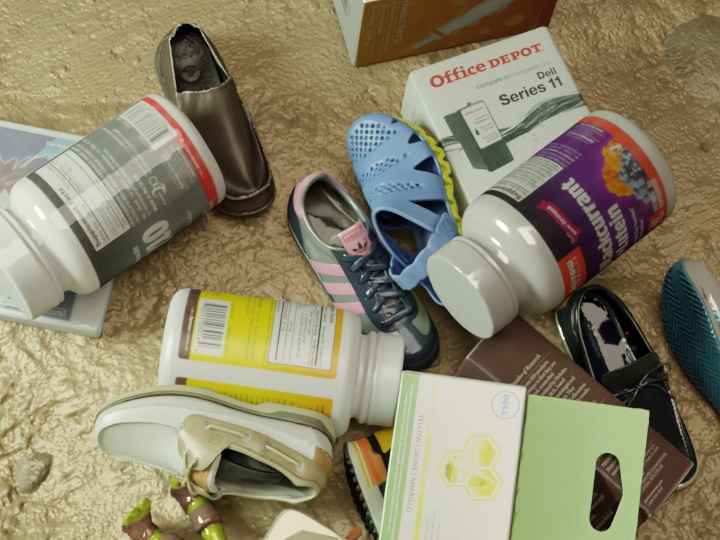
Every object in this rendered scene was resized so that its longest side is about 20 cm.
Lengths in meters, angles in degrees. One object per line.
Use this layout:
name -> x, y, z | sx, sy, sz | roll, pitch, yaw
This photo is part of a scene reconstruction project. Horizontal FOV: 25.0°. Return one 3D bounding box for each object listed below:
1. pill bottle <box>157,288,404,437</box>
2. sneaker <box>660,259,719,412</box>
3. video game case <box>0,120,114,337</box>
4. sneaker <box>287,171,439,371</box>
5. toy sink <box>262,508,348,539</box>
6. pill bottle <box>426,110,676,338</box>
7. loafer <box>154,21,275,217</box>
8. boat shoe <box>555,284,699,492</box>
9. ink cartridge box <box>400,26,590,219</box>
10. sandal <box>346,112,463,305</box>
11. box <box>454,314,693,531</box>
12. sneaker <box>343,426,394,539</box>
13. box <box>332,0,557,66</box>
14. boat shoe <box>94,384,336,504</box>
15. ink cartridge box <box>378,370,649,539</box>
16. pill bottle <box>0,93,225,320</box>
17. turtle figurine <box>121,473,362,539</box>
pill bottle -> -0.066, 0.080, 1.372 | 0.199, 0.109, 0.110 | 8, 68, -1
sneaker -> 0.338, 0.074, 1.425 | 0.081, 0.077, 0.200 | -29, 80, -23
video game case -> -0.309, -0.045, 1.447 | 0.199, 0.023, 0.183 | 11, 68, 0
sneaker -> 0.000, 0.000, 1.423 | 0.070, 0.082, 0.200 | -35, 76, -16
toy sink -> -0.048, 0.293, 1.220 | 0.130, 0.112, 0.200 | 33, 78, -3
pill bottle -> 0.155, -0.035, 1.343 | 0.200, 0.112, 0.112 | -37, 76, -18
loafer -> -0.138, -0.140, 1.471 | 0.073, 0.071, 0.201 | -24, 73, -13
boat shoe -> 0.233, 0.100, 1.415 | 0.074, 0.062, 0.201 | -21, 73, -14
ink cartridge box -> 0.140, -0.103, 1.473 | 0.146, 0.083, 0.201 | -21, 72, -12
sandal -> 0.041, -0.054, 1.407 | 0.087, 0.079, 0.201 | -2, 55, -49
box -> 0.169, 0.138, 1.368 | 0.200, 0.100, 0.075 | 42, 58, 12
sneaker -> 0.057, 0.220, 1.349 | 0.090, 0.070, 0.201 | -21, 70, -9
box -> 0.080, -0.278, 1.515 | 0.199, 0.124, 0.098 | -13, 71, -9
boat shoe -> -0.121, 0.144, 1.315 | 0.199, 0.075, 0.069 | 4, 45, 3
ink cartridge box -> 0.122, 0.165, 1.287 | 0.199, 0.048, 0.146 | 7, 81, 9
pill bottle -> -0.225, -0.052, 1.386 | 0.200, 0.114, 0.114 | -37, 76, -17
turtle figurine -> -0.109, 0.238, 1.332 | 0.200, 0.064, 0.161 | -40, 69, -9
